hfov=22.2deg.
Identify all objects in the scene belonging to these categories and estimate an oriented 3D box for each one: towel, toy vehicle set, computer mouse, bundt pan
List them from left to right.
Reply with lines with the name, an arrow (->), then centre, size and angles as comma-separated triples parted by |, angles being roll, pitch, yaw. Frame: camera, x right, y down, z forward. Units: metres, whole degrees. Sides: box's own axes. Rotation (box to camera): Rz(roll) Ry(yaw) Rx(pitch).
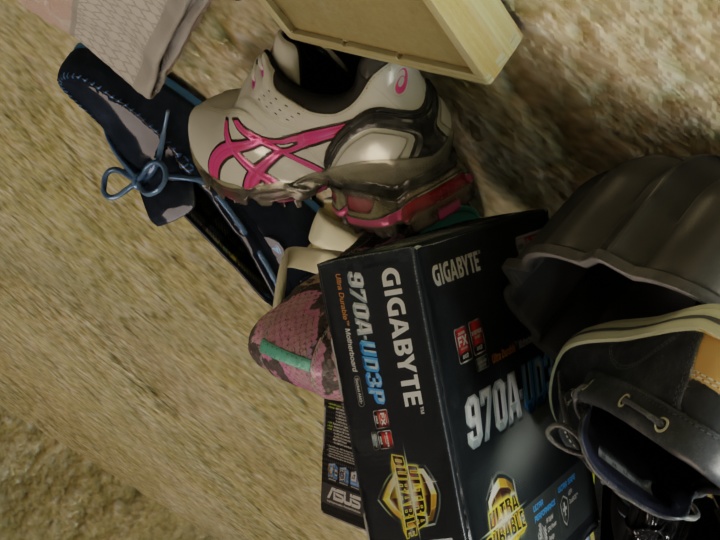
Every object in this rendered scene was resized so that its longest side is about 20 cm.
towel -> -0.162, -0.171, 0.916 | 0.191, 0.032, 0.200 | 36, 164, -5
toy vehicle set -> -0.030, -0.153, 0.708 | 0.124, 0.027, 0.200 | 20, 159, 43
computer mouse -> 0.155, 0.094, 0.944 | 0.046, 0.141, 0.200 | 21, -161, 17
bundt pan -> 0.161, 0.023, 0.758 | 0.201, 0.076, 0.202 | 31, 164, 10

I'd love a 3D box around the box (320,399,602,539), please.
box -> 0.052, 0.073, 0.996 | 0.044, 0.161, 0.200 | -2, -173, -35

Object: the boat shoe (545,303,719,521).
boat shoe -> 0.112, 0.061, 0.718 | 0.074, 0.062, 0.200 | 33, 166, -5

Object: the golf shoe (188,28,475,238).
golf shoe -> -0.023, -0.077, 0.873 | 0.200, 0.072, 0.093 | 12, 127, 53

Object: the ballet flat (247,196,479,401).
ballet flat -> 0.000, 0.000, 0.871 | 0.071, 0.070, 0.200 | 19, -154, 12

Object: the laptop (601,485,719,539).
laptop -> 0.192, 0.228, 1.071 | 0.188, 0.115, 0.201 | -105, -7, -55

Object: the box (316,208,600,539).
box -> 0.050, 0.060, 0.807 | 0.046, 0.160, 0.200 | -9, -178, 22

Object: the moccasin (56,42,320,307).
moccasin -> -0.098, -0.053, 1.073 | 0.200, 0.068, 0.080 | 38, 164, -13
